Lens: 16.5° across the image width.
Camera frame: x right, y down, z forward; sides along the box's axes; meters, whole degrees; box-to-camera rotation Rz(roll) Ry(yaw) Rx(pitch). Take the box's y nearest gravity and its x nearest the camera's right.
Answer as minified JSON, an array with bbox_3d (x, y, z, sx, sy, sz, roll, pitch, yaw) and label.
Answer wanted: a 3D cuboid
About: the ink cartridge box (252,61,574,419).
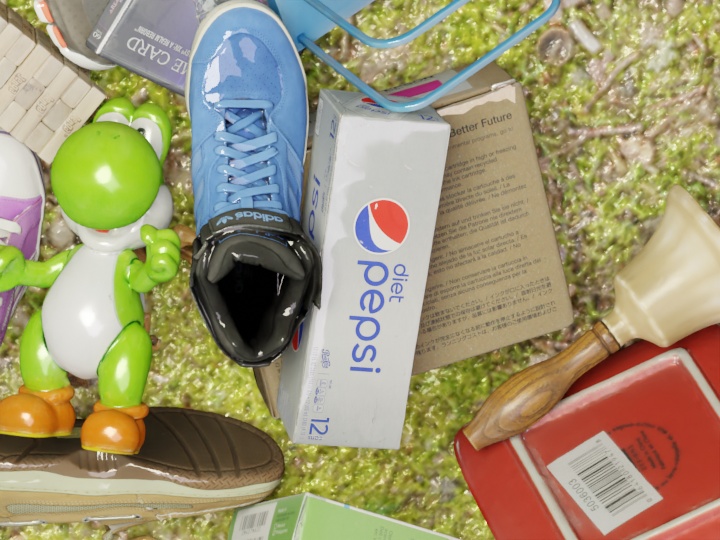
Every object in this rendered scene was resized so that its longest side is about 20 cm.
[{"bbox_3d":[0.014,-0.021,1.513,0.199,0.075,0.166,-17,110,-6],"label":"ink cartridge box"}]

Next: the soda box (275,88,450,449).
[{"bbox_3d":[0.000,0.000,1.442,0.068,0.063,0.201,4,107,-14],"label":"soda box"}]

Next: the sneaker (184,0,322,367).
[{"bbox_3d":[-0.060,-0.045,1.390,0.076,0.111,0.201,1,106,-12],"label":"sneaker"}]

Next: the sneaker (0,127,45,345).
[{"bbox_3d":[-0.226,0.020,1.448,0.072,0.114,0.202,12,103,-16],"label":"sneaker"}]

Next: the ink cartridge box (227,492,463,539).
[{"bbox_3d":[0.023,0.197,1.560,0.199,0.104,0.060,19,72,-24],"label":"ink cartridge box"}]

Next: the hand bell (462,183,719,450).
[{"bbox_3d":[0.148,0.047,1.553,0.200,0.104,0.104,-37,112,1],"label":"hand bell"}]

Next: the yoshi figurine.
[{"bbox_3d":[-0.152,-0.001,1.398,0.112,0.112,0.201,11,88,-29],"label":"yoshi figurine"}]

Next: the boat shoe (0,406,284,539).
[{"bbox_3d":[-0.148,0.131,1.535,0.199,0.072,0.077,4,123,-11],"label":"boat shoe"}]

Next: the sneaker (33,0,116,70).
[{"bbox_3d":[-0.141,-0.209,1.396,0.081,0.077,0.201,6,111,27],"label":"sneaker"}]

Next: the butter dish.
[{"bbox_3d":[0.185,0.162,1.577,0.198,0.200,0.148,-23,135,-5],"label":"butter dish"}]

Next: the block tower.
[{"bbox_3d":[-0.240,-0.145,1.415,0.200,0.058,0.054,38,98,-16],"label":"block tower"}]

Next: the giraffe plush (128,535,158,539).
[{"bbox_3d":[-0.133,0.262,1.532,0.162,0.200,0.173,-45,118,-16],"label":"giraffe plush"}]

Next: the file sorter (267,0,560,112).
[{"bbox_3d":[0.018,-0.212,1.376,0.138,0.123,0.201,-36,135,-16],"label":"file sorter"}]

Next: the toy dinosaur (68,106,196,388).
[{"bbox_3d":[-0.139,-0.015,1.486,0.105,0.060,0.201,6,106,-14],"label":"toy dinosaur"}]

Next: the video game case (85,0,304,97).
[{"bbox_3d":[-0.057,-0.190,1.435,0.143,0.019,0.201,23,103,-49],"label":"video game case"}]
